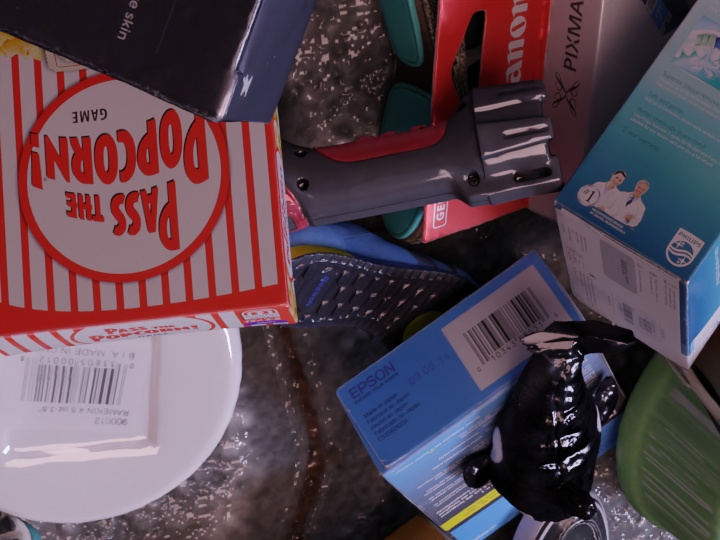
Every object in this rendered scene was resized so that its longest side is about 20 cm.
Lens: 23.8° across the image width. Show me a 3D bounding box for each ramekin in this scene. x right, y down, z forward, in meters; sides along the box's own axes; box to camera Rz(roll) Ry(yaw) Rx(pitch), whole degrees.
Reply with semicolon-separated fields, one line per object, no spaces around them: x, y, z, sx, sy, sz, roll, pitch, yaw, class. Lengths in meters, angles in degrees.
0.269;0.107;1.080;0.198;0.098;0.202;-16;127;-23;ramekin
-0.158;0.040;0.939;0.198;0.098;0.203;-7;118;-14;ramekin

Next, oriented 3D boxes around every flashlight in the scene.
0.001;-0.059;0.885;0.198;0.068;0.068;-12;108;7;flashlight

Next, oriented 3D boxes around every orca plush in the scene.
0.124;0.102;0.967;0.104;0.071;0.201;-19;149;-27;orca plush

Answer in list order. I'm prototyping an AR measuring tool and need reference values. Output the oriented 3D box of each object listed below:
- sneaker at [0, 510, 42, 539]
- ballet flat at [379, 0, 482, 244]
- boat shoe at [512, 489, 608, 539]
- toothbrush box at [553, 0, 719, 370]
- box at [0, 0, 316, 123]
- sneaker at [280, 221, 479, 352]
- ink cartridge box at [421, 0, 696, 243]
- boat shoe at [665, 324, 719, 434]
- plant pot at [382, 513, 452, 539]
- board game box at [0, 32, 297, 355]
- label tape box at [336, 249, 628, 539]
-0.226;0.197;0.994;0.079;0.078;0.200;13;142;-30;sneaker
0.047;-0.113;0.948;0.075;0.068;0.202;-18;119;-25;ballet flat
0.140;0.233;1.137;0.073;0.068;0.201;-9;122;-25;boat shoe
0.196;-0.068;0.917;0.201;0.085;0.147;-54;160;-11;toothbrush box
-0.104;-0.192;0.760;0.198;0.117;0.199;23;96;6;box
0.000;0.000;0.992;0.199;0.079;0.066;17;117;-45;sneaker
0.115;-0.119;0.933;0.175;0.045;0.202;-20;125;-39;ink cartridge box
0.208;0.040;0.991;0.071;0.201;0.062;-35;142;14;boat shoe
0.024;0.262;1.062;0.183;0.200;0.200;-47;120;-4;plant pot
-0.114;-0.068;0.842;0.149;0.046;0.203;-7;78;2;board game box
0.083;0.085;1.043;0.144;0.064;0.200;-35;153;2;label tape box
